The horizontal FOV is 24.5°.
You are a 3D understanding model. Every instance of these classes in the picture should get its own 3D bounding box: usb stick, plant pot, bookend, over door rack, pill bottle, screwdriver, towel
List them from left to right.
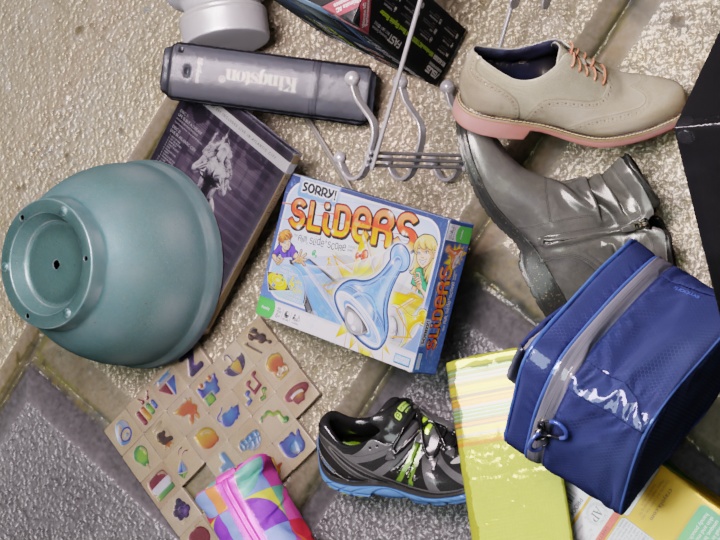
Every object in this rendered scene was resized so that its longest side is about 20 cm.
[{"bbox_3d":[-0.246,-0.006,1.543,0.200,0.134,0.201,0,91,35],"label":"plant pot"},{"bbox_3d":[-0.138,-0.308,1.559,0.111,0.111,0.201,-13,78,24],"label":"pill bottle"},{"bbox_3d":[-0.083,-0.171,1.520,0.199,0.033,0.056,8,102,3],"label":"usb stick"},{"bbox_3d":[-0.002,-0.070,1.518,0.029,0.028,0.201,-27,66,3],"label":"screwdriver"},{"bbox_3d":[0.063,-0.170,1.405,0.067,0.147,0.201,39,116,30],"label":"over door rack"},{"bbox_3d":[0.125,0.165,1.366,0.086,0.018,0.201,-11,77,16],"label":"towel"},{"bbox_3d":[0.318,-0.078,1.225,0.092,0.200,0.199,-1,126,30],"label":"bookend"}]

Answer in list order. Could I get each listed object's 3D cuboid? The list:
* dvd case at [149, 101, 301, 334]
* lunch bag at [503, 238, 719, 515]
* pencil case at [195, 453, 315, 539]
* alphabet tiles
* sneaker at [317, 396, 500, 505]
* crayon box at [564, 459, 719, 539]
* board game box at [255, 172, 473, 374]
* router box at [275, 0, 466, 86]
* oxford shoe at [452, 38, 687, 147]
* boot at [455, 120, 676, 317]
[{"bbox_3d":[-0.150,-0.064,1.566,0.149,0.016,0.201,40,112,29],"label":"dvd case"},{"bbox_3d":[0.195,0.081,1.298,0.132,0.200,0.136,32,140,22],"label":"lunch bag"},{"bbox_3d":[-0.069,0.262,1.470,0.088,0.088,0.200,-39,71,17],"label":"pencil case"},{"bbox_3d":[-0.132,0.146,1.561,0.200,0.008,0.167,-45,67,14],"label":"alphabet tiles"},{"bbox_3d":[0.048,0.151,1.427,0.199,0.071,0.083,-2,116,27],"label":"sneaker"},{"bbox_3d":[0.236,0.223,1.349,0.200,0.052,0.126,36,100,25],"label":"crayon box"},{"bbox_3d":[0.000,0.000,1.467,0.200,0.034,0.136,17,95,42],"label":"board game box"},{"bbox_3d":[-0.014,-0.239,1.440,0.150,0.200,0.062,30,92,26],"label":"router box"},{"bbox_3d":[0.178,-0.150,1.366,0.199,0.074,0.071,-2,42,-9],"label":"oxford shoe"},{"bbox_3d":[0.175,-0.066,1.397,0.130,0.068,0.201,-29,93,16],"label":"boot"}]
